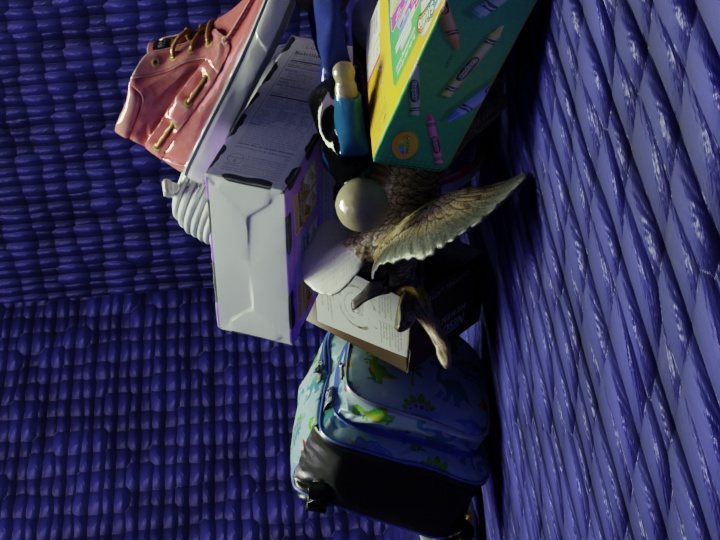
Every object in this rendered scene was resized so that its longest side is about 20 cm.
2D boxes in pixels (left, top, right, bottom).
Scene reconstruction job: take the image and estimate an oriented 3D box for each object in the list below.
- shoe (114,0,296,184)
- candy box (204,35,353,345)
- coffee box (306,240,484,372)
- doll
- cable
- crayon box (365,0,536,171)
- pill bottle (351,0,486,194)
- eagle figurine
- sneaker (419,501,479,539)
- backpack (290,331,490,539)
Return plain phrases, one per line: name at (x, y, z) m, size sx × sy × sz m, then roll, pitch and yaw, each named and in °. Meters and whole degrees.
shoe at (-0.121, -0.171, 1.188) m, size 0.201 × 0.091 × 0.072 m, roll -61°, pitch 3°, yaw 24°
candy box at (-0.057, -0.069, 1.254) m, size 0.201 × 0.071 × 0.169 m, roll -65°, pitch -18°, yaw -45°
coffee box at (0.000, 0.000, 1.372) m, size 0.114 × 0.199 × 0.080 m, roll -32°, pitch -43°, yaw -41°
doll at (-0.014, -0.125, 1.116) m, size 0.137 × 0.048 × 0.202 m, roll 112°, pitch 151°, yaw -72°
cable at (-0.103, -0.116, 1.401) m, size 0.201 × 0.069 × 0.200 m, roll -57°, pitch -5°, yaw -12°
crayon box at (0.057, -0.174, 1.011) m, size 0.200 × 0.058 × 0.120 m, roll 117°, pitch 155°, yaw -54°
pill bottle at (0.049, -0.163, 1.213) m, size 0.201 × 0.111 × 0.113 m, roll 88°, pitch 177°, yaw -47°
eagle figurine at (0.050, -0.049, 1.146) m, size 0.151 × 0.151 × 0.201 m, roll -47°, pitch -19°, yaw -32°
sneaker at (0.100, 0.307, 1.543) m, size 0.088 × 0.075 × 0.202 m, roll 26°, pitch -118°, yaw -75°
backpack at (0.035, 0.127, 1.409) m, size 0.201 × 0.182 × 0.148 m, roll -92°, pitch 22°, yaw -56°
